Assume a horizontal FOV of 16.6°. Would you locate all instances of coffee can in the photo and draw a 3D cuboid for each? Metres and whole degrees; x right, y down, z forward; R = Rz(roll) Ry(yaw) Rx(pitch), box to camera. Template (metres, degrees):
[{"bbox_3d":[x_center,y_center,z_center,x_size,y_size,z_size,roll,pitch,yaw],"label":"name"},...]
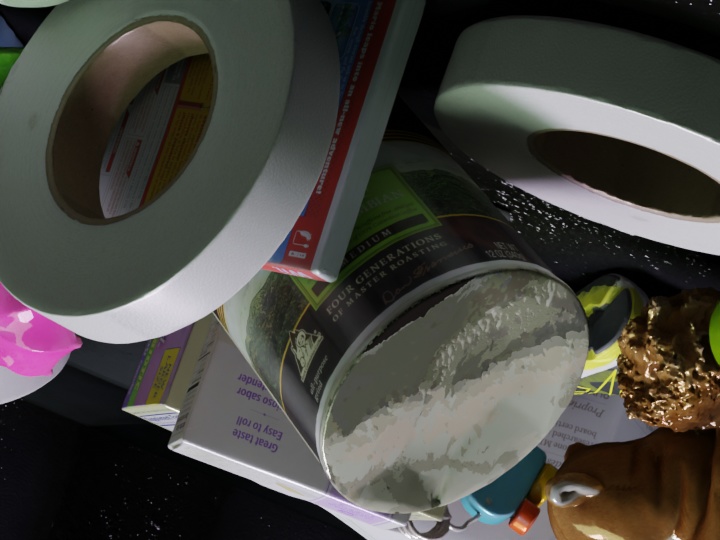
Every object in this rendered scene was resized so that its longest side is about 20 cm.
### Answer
[{"bbox_3d":[0.000,0.000,1.218,0.146,0.146,0.200,33,-167,-48],"label":"coffee can"}]

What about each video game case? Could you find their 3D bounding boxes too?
[{"bbox_3d":[-0.070,-0.077,1.190,0.199,0.144,0.017,11,168,39],"label":"video game case"}]

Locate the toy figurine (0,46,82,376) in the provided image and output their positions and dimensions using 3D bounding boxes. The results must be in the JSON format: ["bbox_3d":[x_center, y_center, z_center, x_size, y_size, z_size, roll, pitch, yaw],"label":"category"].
[{"bbox_3d":[-0.162,-0.024,1.323,0.184,0.199,0.150,-106,-8,-58],"label":"toy figurine"}]

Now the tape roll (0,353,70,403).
[{"bbox_3d":[-0.273,-0.023,1.557,0.202,0.140,0.203,7,-150,-4],"label":"tape roll"}]

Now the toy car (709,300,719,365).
[{"bbox_3d":[0.265,0.094,1.191,0.157,0.201,0.164,-6,177,-11],"label":"toy car"}]

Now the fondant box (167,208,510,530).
[{"bbox_3d":[-0.012,0.035,1.462,0.144,0.201,0.058,21,168,-10],"label":"fondant box"}]

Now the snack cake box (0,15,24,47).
[{"bbox_3d":[-0.274,-0.140,1.437,0.115,0.067,0.200,18,168,12],"label":"snack cake box"}]

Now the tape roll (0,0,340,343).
[{"bbox_3d":[-0.098,-0.064,1.158,0.202,0.204,0.037,9,164,44],"label":"tape roll"}]

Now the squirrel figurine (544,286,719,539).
[{"bbox_3d":[0.196,0.099,1.392,0.186,0.201,0.142,-1,-166,17],"label":"squirrel figurine"}]

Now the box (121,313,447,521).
[{"bbox_3d":[-0.022,0.043,1.572,0.199,0.177,0.097,24,167,-18],"label":"box"}]

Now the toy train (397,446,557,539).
[{"bbox_3d":[0.059,0.093,1.692,0.150,0.201,0.056,-2,159,-17],"label":"toy train"}]

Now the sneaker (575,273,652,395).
[{"bbox_3d":[0.155,0.056,1.588,0.084,0.075,0.200,23,168,-15],"label":"sneaker"}]

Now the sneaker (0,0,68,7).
[{"bbox_3d":[-0.147,-0.159,1.164,0.071,0.073,0.200,17,-179,-34],"label":"sneaker"}]

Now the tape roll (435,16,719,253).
[{"bbox_3d":[0.133,-0.059,1.160,0.202,0.037,0.203,19,169,4],"label":"tape roll"}]

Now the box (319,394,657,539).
[{"bbox_3d":[0.108,0.144,1.822,0.199,0.172,0.199,15,167,21],"label":"box"}]
